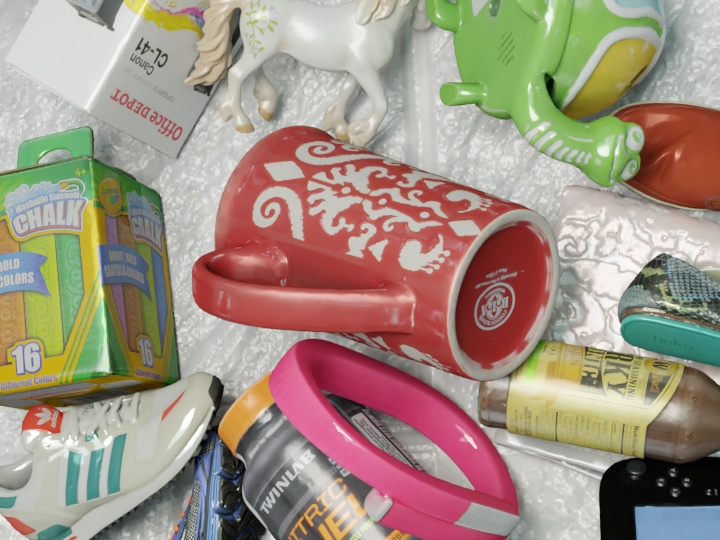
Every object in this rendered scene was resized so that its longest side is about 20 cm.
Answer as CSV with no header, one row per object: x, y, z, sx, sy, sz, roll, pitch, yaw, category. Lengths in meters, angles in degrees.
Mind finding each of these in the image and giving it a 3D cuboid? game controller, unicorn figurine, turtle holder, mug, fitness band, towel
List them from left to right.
-0.018,-0.159,0.908,0.198,0.074,0.138,4,114,-18,unicorn figurine
0.006,0.006,0.814,0.199,0.134,0.178,19,59,41,mug
0.027,0.110,0.806,0.038,0.199,0.144,-51,41,14,fitness band
0.135,-0.159,0.834,0.186,0.131,0.142,-118,40,-52,turtle holder
0.205,0.056,0.848,0.199,0.032,0.192,17,86,17,towel
0.193,0.183,0.738,0.103,0.042,0.201,-9,35,15,game controller

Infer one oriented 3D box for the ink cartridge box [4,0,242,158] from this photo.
-0.144,-0.199,0.927,0.085,0.148,0.201,29,91,19,ink cartridge box

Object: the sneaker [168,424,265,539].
-0.119,0.208,0.896,0.078,0.075,0.202,5,81,20,sneaker

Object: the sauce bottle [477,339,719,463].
0.176,0.085,0.803,0.198,0.065,0.065,8,84,16,sauce bottle

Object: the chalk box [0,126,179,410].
-0.219,-0.008,0.930,0.123,0.124,0.202,-12,78,13,chalk box

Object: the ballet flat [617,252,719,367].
0.261,0.038,0.789,0.199,0.074,0.075,21,88,12,ballet flat

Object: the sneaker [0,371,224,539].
-0.187,0.123,0.897,0.199,0.070,0.093,-39,109,21,sneaker

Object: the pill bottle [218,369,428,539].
-0.007,0.157,0.854,0.106,0.106,0.200,-47,72,5,pill bottle

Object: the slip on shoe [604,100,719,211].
0.249,-0.068,0.839,0.199,0.061,0.075,21,89,20,slip on shoe
